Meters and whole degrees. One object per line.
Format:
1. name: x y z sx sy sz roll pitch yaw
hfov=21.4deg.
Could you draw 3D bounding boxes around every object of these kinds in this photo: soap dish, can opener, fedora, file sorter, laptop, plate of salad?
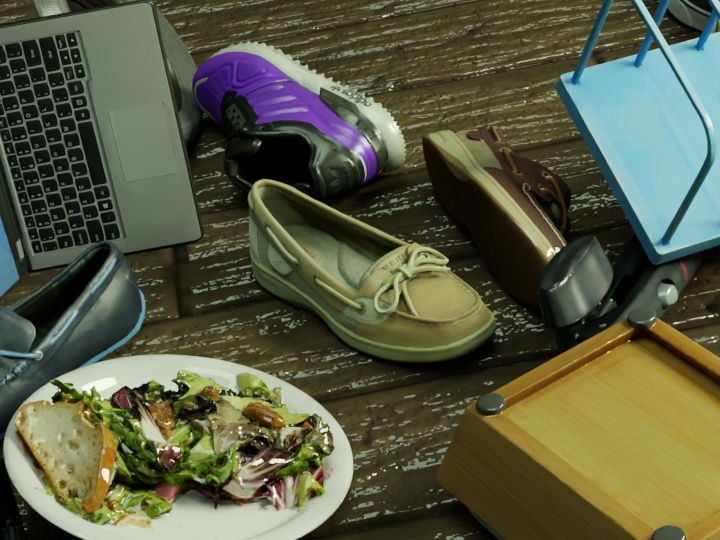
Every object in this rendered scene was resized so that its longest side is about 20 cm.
1. soap dish: 0.157 0.109 1.007 0.157 0.081 0.200 -26 37 -23
2. can opener: 0.176 0.001 1.178 0.063 0.079 0.200 6 27 35
3. fedora: -0.204 -0.148 1.429 0.090 0.177 0.200 -36 21 16
4. file sorter: 0.247 -0.116 1.158 0.200 0.123 0.139 -17 63 -19
5. laptop: -0.212 -0.052 1.233 0.199 0.188 0.116 -10 35 -1
6. plate of salad: -0.102 0.095 1.089 0.199 0.048 0.200 6 29 -3

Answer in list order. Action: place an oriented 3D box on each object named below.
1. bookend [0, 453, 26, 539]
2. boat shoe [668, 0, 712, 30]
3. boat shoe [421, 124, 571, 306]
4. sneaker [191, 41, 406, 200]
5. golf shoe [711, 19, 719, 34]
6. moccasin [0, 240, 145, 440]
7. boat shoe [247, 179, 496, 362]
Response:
1. bookend: -0.227 0.130 0.965 0.092 0.200 0.199 -15 34 -7
2. boat shoe: 0.298 -0.210 1.444 0.072 0.068 0.200 -22 36 -18
3. boat shoe: 0.105 -0.046 1.255 0.072 0.072 0.200 -18 29 -11
4. sneaker: -0.071 -0.102 1.376 0.200 0.070 0.099 24 49 39
5. golf shoe: 0.285 -0.105 1.272 0.078 0.097 0.200 -22 38 -21
6. moccasin: -0.224 0.046 1.199 0.080 0.068 0.200 17 43 33
7. boat shoe: 0.001 -0.001 1.219 0.073 0.063 0.200 -32 40 -29
